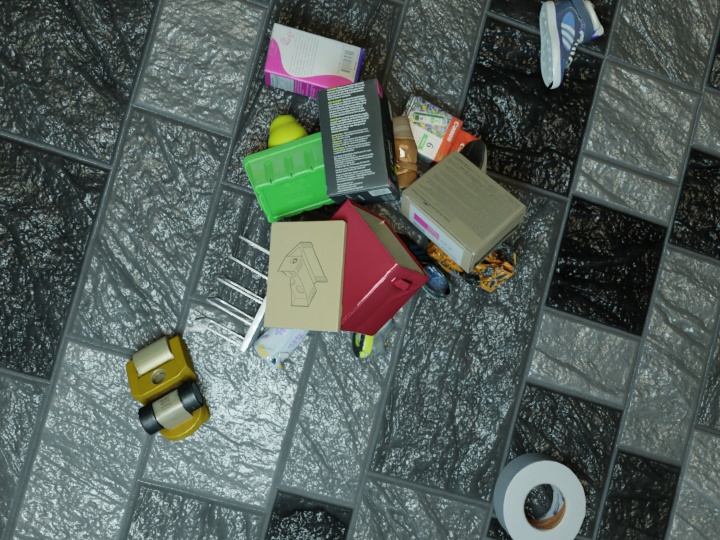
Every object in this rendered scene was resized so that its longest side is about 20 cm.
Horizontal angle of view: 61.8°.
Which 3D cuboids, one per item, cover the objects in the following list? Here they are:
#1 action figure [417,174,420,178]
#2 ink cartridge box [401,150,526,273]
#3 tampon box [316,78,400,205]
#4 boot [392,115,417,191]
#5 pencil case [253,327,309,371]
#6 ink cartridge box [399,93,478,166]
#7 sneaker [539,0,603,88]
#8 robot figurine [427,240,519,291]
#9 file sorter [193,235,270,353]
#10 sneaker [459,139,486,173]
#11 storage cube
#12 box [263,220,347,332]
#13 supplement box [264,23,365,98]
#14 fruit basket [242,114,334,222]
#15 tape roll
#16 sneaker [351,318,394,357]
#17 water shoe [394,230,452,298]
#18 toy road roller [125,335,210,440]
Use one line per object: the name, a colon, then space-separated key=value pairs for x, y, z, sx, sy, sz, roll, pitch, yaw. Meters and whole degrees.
action figure: x=0.127 y=-0.192 z=1.312 sx=0.197 sy=0.099 sz=0.066 roll=31 pitch=87 yaw=-9
ink cartridge box: x=0.202 y=-0.121 z=1.203 sx=0.164 sy=0.076 sz=0.200 roll=-38 pitch=66 yaw=-19
tampon box: x=0.000 y=-0.241 z=1.175 sx=0.122 sy=0.150 sz=0.206 roll=-7 pitch=86 yaw=12
boot: x=0.026 y=-0.230 z=1.278 sx=0.195 sy=0.073 sz=0.160 roll=-11 pitch=83 yaw=18
pencil case: x=-0.141 y=0.111 z=1.276 sx=0.083 sy=0.091 sz=0.202 roll=38 pitch=84 yaw=-6
ink cartridge box: x=0.173 y=-0.294 z=1.339 sx=0.196 sy=0.050 sz=0.111 roll=27 pitch=87 yaw=-5
sneaker: x=0.489 y=-0.519 z=1.367 sx=0.142 sy=0.081 sz=0.207 roll=-2 pitch=84 yaw=-3
robot figurine: x=0.247 y=-0.025 z=1.300 sx=0.197 sy=0.059 sz=0.145 roll=30 pitch=131 yaw=-18
file sorter: x=-0.236 y=0.044 z=1.241 sx=0.122 sy=0.139 sz=0.204 roll=28 pitch=86 yaw=-3
sneaker: x=0.255 y=-0.178 z=1.340 sx=0.114 sy=0.074 sz=0.206 roll=26 pitch=74 yaw=-48
storage cube: x=0.000 y=0.000 z=1.199 sx=0.180 sy=0.170 sz=0.201 roll=-45 pitch=64 yaw=15
box: x=-0.105 y=0.010 z=1.137 sx=0.159 sy=0.021 sz=0.207 roll=1 pitch=83 yaw=23
supplement box: x=-0.099 y=-0.433 z=1.280 sx=0.194 sy=0.103 sz=0.104 roll=14 pitch=89 yaw=-8
fruit basket: x=-0.142 y=-0.224 z=1.269 sx=0.211 sy=0.217 sz=0.158 roll=-24 pitch=131 yaw=-7
tape roll: x=0.403 y=0.522 z=1.356 sx=0.194 sy=0.066 sz=0.207 roll=0 pitch=89 yaw=-7
sneaker: x=0.036 y=0.093 z=1.317 sx=0.079 sy=0.073 sz=0.206 roll=13 pitch=86 yaw=-28
water shoe: x=0.126 y=-0.018 z=1.317 sx=0.199 sy=0.079 sz=0.072 roll=39 pitch=85 yaw=-5
toy road roller: x=-0.387 y=0.253 z=1.243 sx=0.121 sy=0.147 sz=0.202 roll=-27 pitch=56 yaw=-6
